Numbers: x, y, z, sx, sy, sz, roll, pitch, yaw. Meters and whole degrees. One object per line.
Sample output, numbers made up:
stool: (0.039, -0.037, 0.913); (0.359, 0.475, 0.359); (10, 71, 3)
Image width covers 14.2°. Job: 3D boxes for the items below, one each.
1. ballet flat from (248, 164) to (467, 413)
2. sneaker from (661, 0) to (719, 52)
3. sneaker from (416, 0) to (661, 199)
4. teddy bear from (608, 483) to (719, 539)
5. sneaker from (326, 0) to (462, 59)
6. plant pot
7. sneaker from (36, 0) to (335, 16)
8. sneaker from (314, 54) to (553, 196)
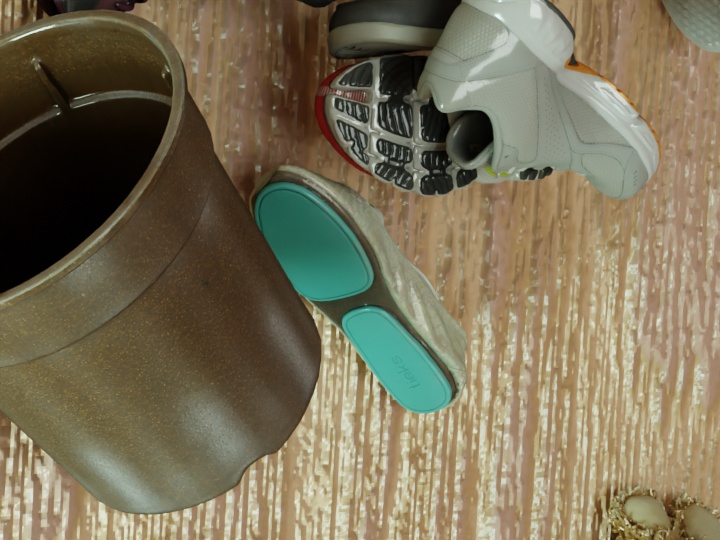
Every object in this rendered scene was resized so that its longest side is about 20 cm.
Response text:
ballet flat: (0.000, 0.000, 1.642); (0.200, 0.067, 0.062); (56, 36, -34)
sneaker: (0.221, -0.240, 1.759); (0.105, 0.075, 0.200); (-29, 110, -26)
sneaker: (0.091, -0.083, 1.587); (0.092, 0.076, 0.200); (-52, 137, -5)
teddy bear: (0.180, 0.234, 1.819); (0.145, 0.067, 0.200); (-8, 96, -47)
sneaker: (0.036, -0.177, 1.612); (0.200, 0.075, 0.106); (-20, 105, -60)
plant pot: (-0.127, 0.007, 1.456); (0.200, 0.200, 0.198); (-53, 132, -19)
sneaker: (-0.107, -0.157, 1.525); (0.200, 0.076, 0.116); (27, 92, -35)
sneaker: (0.034, -0.079, 1.627); (0.200, 0.085, 0.077); (6, 89, -51)
